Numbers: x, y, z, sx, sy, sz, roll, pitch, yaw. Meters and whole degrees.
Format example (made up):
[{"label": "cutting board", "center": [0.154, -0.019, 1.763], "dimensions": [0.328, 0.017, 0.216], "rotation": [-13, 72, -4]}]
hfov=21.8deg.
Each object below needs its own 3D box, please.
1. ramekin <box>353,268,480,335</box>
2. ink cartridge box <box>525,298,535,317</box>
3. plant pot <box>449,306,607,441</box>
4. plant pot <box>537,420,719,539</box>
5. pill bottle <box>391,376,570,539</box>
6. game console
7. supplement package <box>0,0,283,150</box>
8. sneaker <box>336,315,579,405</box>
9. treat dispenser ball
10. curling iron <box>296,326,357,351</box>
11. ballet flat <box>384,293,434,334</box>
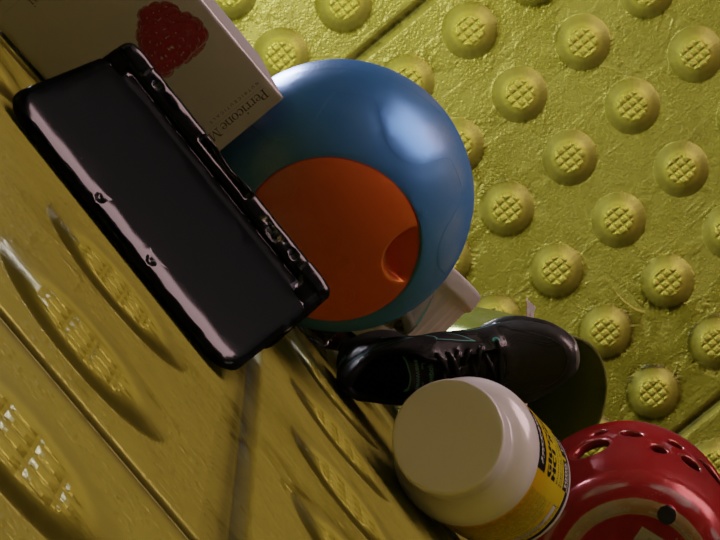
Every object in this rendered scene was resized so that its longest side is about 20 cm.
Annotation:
[{"label": "ramekin", "center": [0.000, 0.000, 1.642], "dimensions": [0.202, 0.094, 0.202], "rotation": [36, -3, 2]}, {"label": "ink cartridge box", "center": [0.130, 0.128, 1.727], "dimensions": [0.161, 0.050, 0.201], "rotation": [25, 67, -82]}, {"label": "plant pot", "center": [0.133, 0.118, 2.041], "dimensions": [0.200, 0.187, 0.187], "rotation": [32, -12, 47]}, {"label": "plant pot", "center": [0.235, 0.245, 1.655], "dimensions": [0.201, 0.200, 0.182], "rotation": [51, 10, 1]}, {"label": "pill bottle", "center": [0.090, 0.145, 1.429], "dimensions": [0.113, 0.112, 0.200], "rotation": [52, 3, 22]}, {"label": "game console", "center": [-0.127, -0.025, 1.141], "dimensions": [0.200, 0.116, 0.176], "rotation": [52, -27, 1]}, {"label": "supplement package", "center": [-0.166, -0.171, 1.304], "dimensions": [0.200, 0.121, 0.120], "rotation": [49, 4, -24]}, {"label": "sneaker", "center": [0.076, 0.083, 1.497], "dimensions": [0.079, 0.199, 0.076], "rotation": [-47, 130, -78]}, {"label": "treat dispenser ball", "center": [-0.016, -0.055, 1.383], "dimensions": [0.201, 0.201, 0.201], "rotation": [51, 3, -4]}, {"label": "curling iron", "center": [-0.020, 0.060, 1.606], "dimensions": [0.050, 0.026, 0.200], "rotation": [45, 2, 22]}, {"label": "ballet flat", "center": [-0.040, 0.001, 1.502], "dimensions": [0.199, 0.064, 0.067], "rotation": [18, -20, 14]}]
